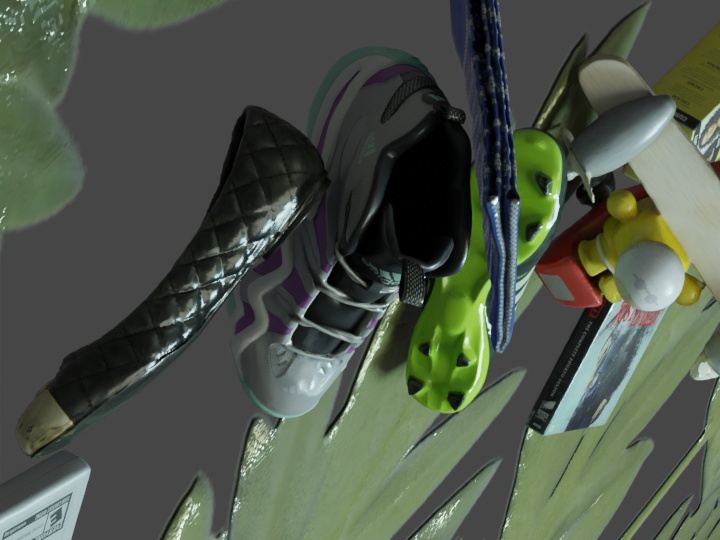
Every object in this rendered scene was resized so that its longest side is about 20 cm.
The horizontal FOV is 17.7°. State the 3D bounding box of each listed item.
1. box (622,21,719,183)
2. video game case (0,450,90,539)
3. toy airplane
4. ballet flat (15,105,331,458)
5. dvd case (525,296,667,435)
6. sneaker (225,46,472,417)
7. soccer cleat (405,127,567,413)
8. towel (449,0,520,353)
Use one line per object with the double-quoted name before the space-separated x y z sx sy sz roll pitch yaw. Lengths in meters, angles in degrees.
"box" 0.264 -0.136 1.650 0.200 0.050 0.075 -43 153 -36
"video game case" -0.214 0.193 1.082 0.200 0.022 0.183 -29 144 -53
"toy airplane" 0.212 -0.025 1.481 0.141 0.199 0.200 -53 161 -47
"ballet flat" -0.094 0.008 1.086 0.200 0.057 0.066 -48 -176 -13
"dvd case" 0.203 0.034 1.780 0.201 0.022 0.146 -64 158 11
"sneaker" 0.000 0.000 1.128 0.077 0.140 0.201 9 108 -24
"soccer cleat" 0.076 -0.006 1.412 0.081 0.067 0.201 -56 168 -62
"towel" 0.059 -0.080 1.163 0.145 0.024 0.201 85 1 -59
